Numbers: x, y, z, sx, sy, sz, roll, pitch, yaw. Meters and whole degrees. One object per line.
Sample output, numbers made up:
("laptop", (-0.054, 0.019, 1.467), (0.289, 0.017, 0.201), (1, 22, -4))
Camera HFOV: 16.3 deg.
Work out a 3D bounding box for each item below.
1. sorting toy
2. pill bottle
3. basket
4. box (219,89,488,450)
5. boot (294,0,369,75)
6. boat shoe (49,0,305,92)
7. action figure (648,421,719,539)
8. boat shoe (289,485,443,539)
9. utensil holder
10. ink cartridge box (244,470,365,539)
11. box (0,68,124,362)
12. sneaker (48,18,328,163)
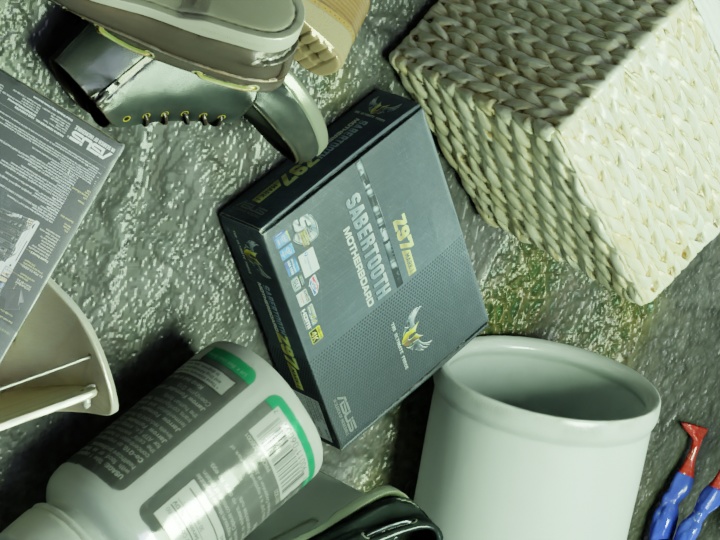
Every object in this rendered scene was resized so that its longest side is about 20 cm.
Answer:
("sorting toy", (-0.267, 0.024, 1.468), (0.199, 0.107, 0.181), (-19, 107, -25))
("pill bottle", (-0.130, 0.147, 1.622), (0.200, 0.113, 0.114), (-39, 130, -25))
("basket", (0.158, -0.114, 1.744), (0.161, 0.198, 0.200), (-46, 134, -13))
("box", (0.000, 0.000, 1.740), (0.157, 0.051, 0.201), (-39, 130, -27))
("boot", (-0.058, -0.235, 1.552), (0.200, 0.072, 0.167), (47, 38, -41))
("boat shoe", (-0.131, -0.160, 1.473), (0.060, 0.199, 0.072), (108, 2, -49))
("action figure", (0.241, 0.224, 2.059), (0.099, 0.065, 0.201), (16, 95, -55))
("boat shoe", (-0.023, 0.220, 1.681), (0.199, 0.066, 0.075), (-30, 125, -31))
("utensil holder", (0.119, 0.170, 1.848), (0.169, 0.169, 0.202), (-5, 114, -42))
("ink cartridge box", (-0.052, 0.263, 1.778), (0.144, 0.083, 0.202), (-24, 122, -35))
("box", (-0.255, -0.053, 1.405), (0.199, 0.050, 0.159), (31, 84, -15))
("sneaker", (-0.110, -0.111, 1.580), (0.106, 0.075, 0.200), (-52, 125, -9))
